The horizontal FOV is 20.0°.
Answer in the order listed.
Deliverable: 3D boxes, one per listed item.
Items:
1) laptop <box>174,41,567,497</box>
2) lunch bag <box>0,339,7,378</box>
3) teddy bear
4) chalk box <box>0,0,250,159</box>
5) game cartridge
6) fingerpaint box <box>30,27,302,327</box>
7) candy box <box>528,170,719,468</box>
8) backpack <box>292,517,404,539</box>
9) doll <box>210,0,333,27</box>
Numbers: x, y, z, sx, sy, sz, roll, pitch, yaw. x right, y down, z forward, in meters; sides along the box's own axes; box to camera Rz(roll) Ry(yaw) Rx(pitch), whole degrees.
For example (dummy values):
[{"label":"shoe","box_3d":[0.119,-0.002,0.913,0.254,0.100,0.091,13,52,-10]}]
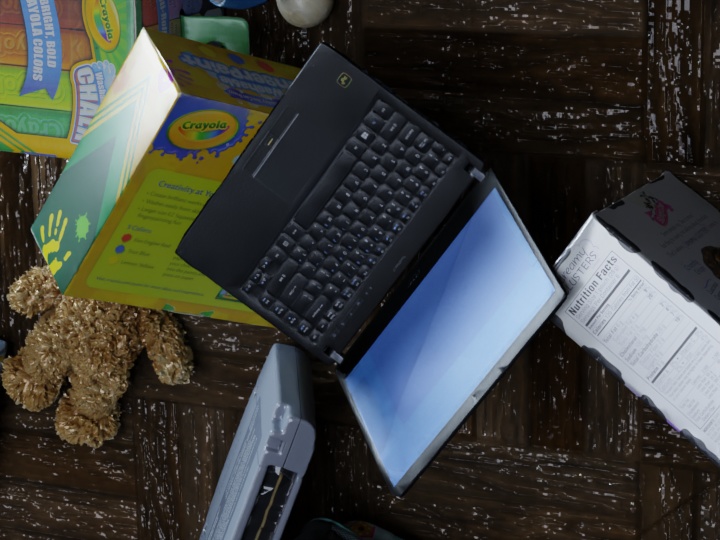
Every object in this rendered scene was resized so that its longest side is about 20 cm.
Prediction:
[{"label":"laptop","box_3d":[0.000,0.000,1.236,0.199,0.103,0.178,36,114,-5]},{"label":"lunch bag","box_3d":[-0.390,0.107,1.576,0.199,0.127,0.171,24,109,27]},{"label":"teddy bear","box_3d":[-0.194,0.043,1.494,0.200,0.067,0.146,-38,87,29]},{"label":"chalk box","box_3d":[-0.169,-0.146,1.401,0.198,0.124,0.126,6,106,25]},{"label":"game cartridge","box_3d":[-0.076,0.160,1.431,0.040,0.134,0.202,16,111,-14]},{"label":"fingerpaint box","box_3d":[-0.089,-0.055,1.342,0.167,0.199,0.074,-56,46,26]},{"label":"candy box","box_3d":[0.219,0.039,1.233,0.200,0.167,0.072,41,115,12]},{"label":"backpack","box_3d":[0.020,0.281,1.400,0.199,0.153,0.177,27,113,16]},{"label":"doll","box_3d":[-0.087,-0.237,1.342,0.200,0.137,0.048,44,145,-22]}]
